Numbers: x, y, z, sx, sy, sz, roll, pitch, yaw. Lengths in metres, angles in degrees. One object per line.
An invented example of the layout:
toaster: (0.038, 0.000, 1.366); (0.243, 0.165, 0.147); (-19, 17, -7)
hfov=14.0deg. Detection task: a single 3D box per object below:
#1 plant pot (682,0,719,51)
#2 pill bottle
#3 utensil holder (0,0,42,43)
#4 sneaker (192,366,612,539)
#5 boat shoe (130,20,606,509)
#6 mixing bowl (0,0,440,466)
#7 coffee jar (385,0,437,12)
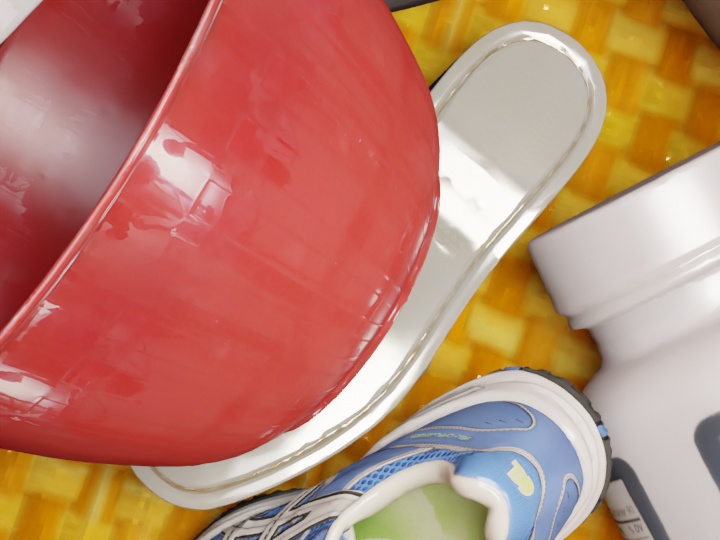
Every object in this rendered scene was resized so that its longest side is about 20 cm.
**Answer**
plant pot: (0.149, -0.143, 0.910); (0.199, 0.200, 0.175); (-26, 98, -8)
pill bottle: (0.138, 0.060, 0.937); (0.119, 0.120, 0.201); (-27, 90, -8)
utensil holder: (-0.175, -0.154, 0.872); (0.200, 0.170, 0.170); (44, 82, -15)
sneaker: (-0.014, 0.101, 0.911); (0.200, 0.077, 0.076); (-41, 88, 21)
boat shoe: (0.000, 0.000, 0.952); (0.075, 0.062, 0.200); (39, 79, 1)
mixing bowl: (-0.048, -0.019, 0.847); (0.108, 0.200, 0.201); (32, 83, -20)
coffee jar: (-0.021, -0.180, 0.949); (0.104, 0.085, 0.201); (-12, 88, -14)
